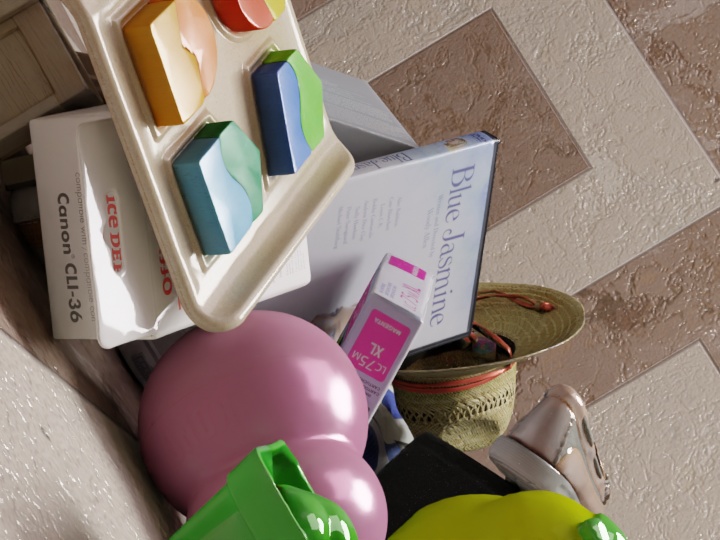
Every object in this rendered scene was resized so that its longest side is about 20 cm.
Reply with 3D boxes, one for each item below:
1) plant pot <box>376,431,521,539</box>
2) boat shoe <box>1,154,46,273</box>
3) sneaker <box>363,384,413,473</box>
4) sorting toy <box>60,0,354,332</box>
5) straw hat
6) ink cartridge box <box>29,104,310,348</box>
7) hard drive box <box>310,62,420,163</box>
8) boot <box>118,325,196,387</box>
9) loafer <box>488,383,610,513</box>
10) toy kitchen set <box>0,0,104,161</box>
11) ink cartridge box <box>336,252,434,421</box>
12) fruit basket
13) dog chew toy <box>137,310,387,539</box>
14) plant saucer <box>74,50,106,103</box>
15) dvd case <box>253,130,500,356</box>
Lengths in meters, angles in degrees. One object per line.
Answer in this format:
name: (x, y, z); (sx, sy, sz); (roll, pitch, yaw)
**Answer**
plant pot: (0.057, 0.219, 1.369); (0.178, 0.199, 0.200); (46, -2, 15)
boat shoe: (-0.139, -0.037, 1.250); (0.200, 0.074, 0.069); (-12, 91, -63)
sneaker: (-0.011, 0.115, 1.497); (0.199, 0.081, 0.115); (32, 11, -44)
sorting toy: (-0.068, -0.098, 1.095); (0.185, 0.036, 0.201); (-55, 130, -50)
straw hat: (0.064, 0.076, 1.451); (0.201, 0.199, 0.086); (-116, -160, -73)
ink cartridge box: (-0.107, -0.031, 1.124); (0.200, 0.067, 0.118); (-19, 105, -60)
hard drive box: (-0.037, -0.044, 1.424); (0.076, 0.157, 0.200); (17, 12, -14)
boot: (-0.121, -0.012, 1.356); (0.074, 0.095, 0.201); (58, 2, -44)
loafer: (0.129, 0.120, 1.344); (0.072, 0.063, 0.200); (33, -6, 18)
toy kitchen set: (-0.178, -0.169, 1.199); (0.201, 0.162, 0.180); (60, 1, 10)
ink cartridge box: (-0.020, 0.093, 1.262); (0.042, 0.201, 0.119); (26, 12, 0)
fruit basket: (0.020, 0.153, 0.892); (0.217, 0.215, 0.156); (60, 2, 4)
dog chew toy: (-0.042, 0.122, 1.121); (0.125, 0.124, 0.201); (57, 11, -59)
plant saucer: (-0.138, -0.103, 1.306); (0.200, 0.198, 0.030); (31, 73, -87)
dvd case: (0.000, 0.000, 1.313); (0.018, 0.199, 0.144); (32, -53, 41)
